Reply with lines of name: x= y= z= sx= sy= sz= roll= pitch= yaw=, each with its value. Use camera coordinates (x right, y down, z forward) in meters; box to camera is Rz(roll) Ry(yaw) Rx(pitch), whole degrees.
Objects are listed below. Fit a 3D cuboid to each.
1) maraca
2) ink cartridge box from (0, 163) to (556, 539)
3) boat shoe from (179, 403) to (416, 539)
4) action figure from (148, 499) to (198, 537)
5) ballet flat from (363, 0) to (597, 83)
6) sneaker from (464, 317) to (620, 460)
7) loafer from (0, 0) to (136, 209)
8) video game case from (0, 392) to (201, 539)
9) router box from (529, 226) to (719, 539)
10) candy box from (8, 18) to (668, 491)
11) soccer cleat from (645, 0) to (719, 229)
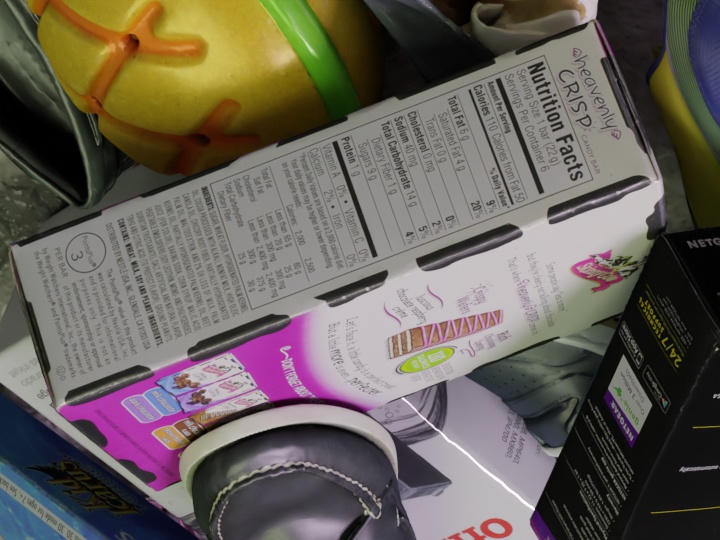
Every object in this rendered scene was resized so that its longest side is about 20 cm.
maraca: x=-0.063 y=-0.105 z=0.812 sx=0.137 sy=0.107 sz=0.200 roll=14 pitch=144 yaw=56
ink cartridge box: x=-0.025 y=0.043 z=0.982 sx=0.200 sy=0.084 sz=0.144 roll=40 pitch=135 yaw=-25
boat shoe: x=-0.014 y=0.107 z=0.884 sx=0.074 sy=0.066 sz=0.200 roll=-16 pitch=155 yaw=-1
action figure: x=-0.079 y=0.155 z=1.143 sx=0.200 sy=0.149 sz=0.134 roll=39 pitch=117 yaw=5
ballet flat: x=0.035 y=-0.098 z=0.781 sx=0.073 sy=0.073 sz=0.200 roll=-12 pitch=147 yaw=31
sneaker: x=0.107 y=0.083 z=0.934 sx=0.199 sy=0.109 sz=0.070 roll=21 pitch=171 yaw=-17
loafer: x=-0.146 y=-0.103 z=0.874 sx=0.068 sy=0.071 sz=0.201 roll=-20 pitch=127 yaw=36
video game case: x=-0.142 y=0.170 z=1.070 sx=0.200 sy=0.045 sz=0.182 roll=31 pitch=117 yaw=35
router box: x=0.173 y=0.046 z=0.850 sx=0.199 sy=0.051 sz=0.150 roll=-5 pitch=137 yaw=-24
candy box: x=0.000 y=0.000 z=0.811 sx=0.199 sy=0.061 sz=0.136 roll=-20 pitch=162 yaw=2
soccer cleat: x=0.135 y=-0.043 z=0.858 sx=0.084 sy=0.065 sz=0.201 roll=44 pitch=160 yaw=29
